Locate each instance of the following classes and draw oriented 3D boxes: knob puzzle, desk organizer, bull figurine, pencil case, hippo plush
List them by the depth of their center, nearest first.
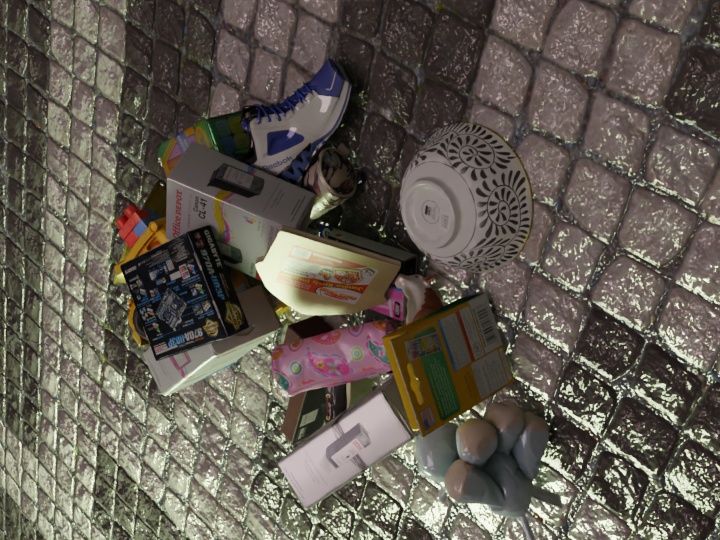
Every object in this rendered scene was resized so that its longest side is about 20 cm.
[{"bbox_3d":[0.168,0.254,1.300,0.199,0.160,0.160,38,167,-27],"label":"hippo plush"},{"bbox_3d":[0.092,0.102,1.308,0.065,0.121,0.202,-20,98,44],"label":"bull figurine"},{"bbox_3d":[-0.054,0.007,1.353,0.219,0.218,0.031,-32,41,46],"label":"knob puzzle"},{"bbox_3d":[-0.031,0.131,1.401,0.198,0.087,0.089,-13,97,15],"label":"pencil case"},{"bbox_3d":[-0.083,-0.112,1.428,0.078,0.090,0.199,43,139,-15],"label":"pencil case"},{"bbox_3d":[-0.091,0.179,1.549,0.077,0.071,0.202,39,129,31],"label":"desk organizer"}]

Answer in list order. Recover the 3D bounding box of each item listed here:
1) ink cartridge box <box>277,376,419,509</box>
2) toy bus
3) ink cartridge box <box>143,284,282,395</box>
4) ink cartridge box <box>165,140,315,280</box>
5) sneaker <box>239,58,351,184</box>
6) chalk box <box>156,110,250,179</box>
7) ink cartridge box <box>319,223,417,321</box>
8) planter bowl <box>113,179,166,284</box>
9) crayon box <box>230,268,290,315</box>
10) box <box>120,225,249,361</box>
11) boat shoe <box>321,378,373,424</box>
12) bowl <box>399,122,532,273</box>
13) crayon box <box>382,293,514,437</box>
[{"bbox_3d":[-0.003,0.242,1.375,0.199,0.146,0.085,-35,86,17],"label":"ink cartridge box"},{"bbox_3d":[-0.334,-0.006,1.551,0.192,0.136,0.200,45,116,5],"label":"toy bus"},{"bbox_3d":[-0.242,0.114,1.547,0.199,0.144,0.085,-34,81,46],"label":"ink cartridge box"},{"bbox_3d":[-0.178,-0.078,1.381,0.198,0.086,0.148,22,143,3],"label":"ink cartridge box"},{"bbox_3d":[-0.105,-0.214,1.339,0.200,0.114,0.081,-56,30,19],"label":"sneaker"},{"bbox_3d":[-0.207,-0.178,1.492,0.199,0.124,0.125,-16,94,45],"label":"chalk box"},{"bbox_3d":[0.000,0.000,1.419,0.199,0.037,0.096,21,120,41],"label":"ink cartridge box"},{"bbox_3d":[-0.362,-0.052,1.688,0.083,0.201,0.201,24,130,-8],"label":"planter bowl"},{"bbox_3d":[-0.177,0.025,1.589,0.199,0.051,0.127,-33,82,47],"label":"crayon box"},{"bbox_3d":[-0.264,0.037,1.401,0.199,0.046,0.161,-20,92,45],"label":"box"},{"bbox_3d":[-0.024,0.219,1.497,0.063,0.073,0.204,20,114,37],"label":"boat shoe"},{"bbox_3d":[0.115,-0.082,1.230,0.199,0.094,0.203,19,119,39],"label":"bowl"},{"bbox_3d":[0.106,0.121,1.226,0.051,0.199,0.127,-16,94,46],"label":"crayon box"}]
